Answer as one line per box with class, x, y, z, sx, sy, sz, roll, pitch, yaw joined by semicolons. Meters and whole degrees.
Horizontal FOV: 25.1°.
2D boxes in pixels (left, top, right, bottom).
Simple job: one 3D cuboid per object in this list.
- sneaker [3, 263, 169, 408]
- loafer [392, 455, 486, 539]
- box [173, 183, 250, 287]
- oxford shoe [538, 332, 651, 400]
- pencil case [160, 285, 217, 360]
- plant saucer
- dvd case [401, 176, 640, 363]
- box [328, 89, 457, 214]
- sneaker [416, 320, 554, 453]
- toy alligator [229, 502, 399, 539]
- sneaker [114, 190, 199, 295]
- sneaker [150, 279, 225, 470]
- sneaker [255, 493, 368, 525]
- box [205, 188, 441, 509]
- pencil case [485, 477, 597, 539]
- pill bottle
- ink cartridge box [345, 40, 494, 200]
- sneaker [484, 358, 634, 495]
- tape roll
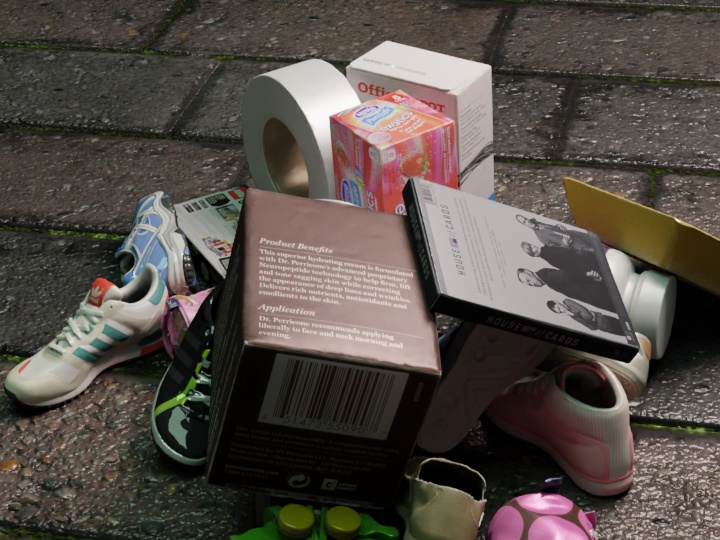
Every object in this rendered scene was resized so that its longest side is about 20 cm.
sneaker;-0.271;0.058;1.600;0.199;0.094;0.070;-27;38;-34
loafer;0.071;0.187;1.329;0.075;0.068;0.200;20;9;-7
box;-0.132;-0.027;1.782;0.109;0.035;0.200;-17;34;-22
oxford shoe;0.187;0.058;1.511;0.199;0.075;0.058;24;63;30
pencil case;-0.102;0.036;1.634;0.198;0.087;0.083;-20;4;-25
plant saucer;0.317;-0.019;1.623;0.199;0.049;0.200;23;5;-31
dvd case;0.136;-0.001;1.387;0.198;0.025;0.151;15;38;-23
box;0.038;-0.069;1.675;0.094;0.202;0.102;-22;35;-25
sneaker;0.093;0.068;1.489;0.200;0.080;0.146;-49;22;1
toy alligator;-0.013;0.219;1.342;0.198;0.060;0.054;4;34;-12
sneaker;-0.229;-0.028;1.742;0.076;0.076;0.200;-16;24;-8
sneaker;-0.142;0.083;1.497;0.071;0.083;0.202;18;57;-8
sneaker;-0.041;0.151;1.458;0.105;0.075;0.201;1;41;-3
box;-0.035;0.065;1.360;0.164;0.165;0.201;9;39;-10
pencil case;0.156;0.257;1.245;0.093;0.092;0.201;1;33;-6
pill bottle;0.204;0.028;1.585;0.198;0.113;0.112;10;33;21
ink cartridge box;0.068;-0.136;1.780;0.145;0.202;0.084;18;37;30
sneaker;0.177;0.110;1.464;0.075;0.106;0.200;-21;34;-24
tape roll;-0.055;-0.126;1.779;0.070;0.204;0.202;-21;35;-25
